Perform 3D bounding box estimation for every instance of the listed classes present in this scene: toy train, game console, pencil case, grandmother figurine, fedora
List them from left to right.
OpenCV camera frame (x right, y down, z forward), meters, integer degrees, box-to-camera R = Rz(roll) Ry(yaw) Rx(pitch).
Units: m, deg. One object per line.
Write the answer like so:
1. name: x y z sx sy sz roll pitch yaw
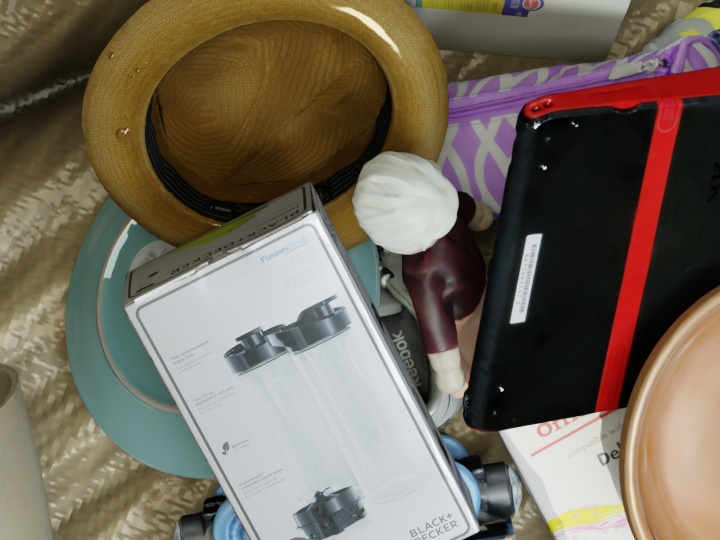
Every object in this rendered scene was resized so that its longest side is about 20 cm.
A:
1. fedora: -0.049 -0.097 1.603 0.199 0.082 0.202 0 126 0
2. toy train: -0.004 0.162 1.694 0.199 0.087 0.115 -9 101 0
3. grandmother figurine: 0.047 0.009 1.600 0.060 0.200 0.122 -15 50 15
4. pencil case: 0.108 -0.076 1.639 0.199 0.085 0.084 -11 59 31
5. game console: 0.142 -0.012 1.570 0.176 0.031 0.201 -8 125 -25

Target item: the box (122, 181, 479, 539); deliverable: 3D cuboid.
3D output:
1. box: -0.030 0.069 1.591 0.116 0.060 0.201 -27 107 6

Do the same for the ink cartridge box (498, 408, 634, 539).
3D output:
1. ink cartridge box: 0.152 0.110 1.693 0.117 0.067 0.201 -29 92 2

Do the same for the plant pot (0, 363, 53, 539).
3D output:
1. plant pot: -0.242 0.182 1.663 0.186 0.187 0.201 -19 106 2

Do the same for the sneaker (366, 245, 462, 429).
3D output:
1. sneaker: 0.000 0.000 1.683 0.074 0.089 0.201 -32 90 4

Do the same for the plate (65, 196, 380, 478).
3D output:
1. plate: -0.083 0.015 1.669 0.199 0.026 0.202 -6 75 25

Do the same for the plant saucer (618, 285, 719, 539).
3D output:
1. plant saucer: 0.225 0.092 1.609 0.199 0.037 0.202 -4 102 -19

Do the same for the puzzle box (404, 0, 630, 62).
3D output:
1. puzzle box: 0.076 -0.146 1.618 0.132 0.200 0.026 6 84 0

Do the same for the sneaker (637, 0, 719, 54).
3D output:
1. sneaker: 0.244 -0.071 1.682 0.200 0.075 0.076 42 84 -6
